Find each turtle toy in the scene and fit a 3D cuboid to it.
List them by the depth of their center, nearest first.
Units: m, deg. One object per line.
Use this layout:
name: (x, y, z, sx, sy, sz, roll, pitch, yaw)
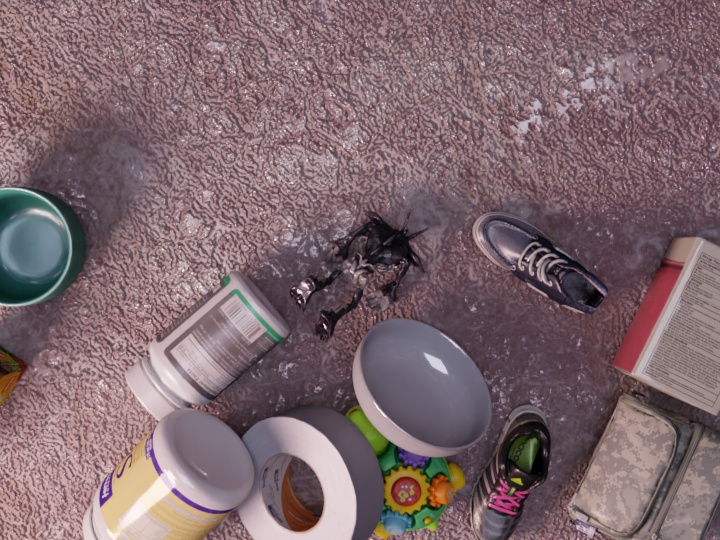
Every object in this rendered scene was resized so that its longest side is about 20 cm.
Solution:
turtle toy: (0.044, 0.263, 1.383, 0.146, 0.101, 0.200, -35, 92, 0)

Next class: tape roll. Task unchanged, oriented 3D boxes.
tape roll: (-0.070, 0.278, 1.349, 0.200, 0.066, 0.201, 5, 100, 33)

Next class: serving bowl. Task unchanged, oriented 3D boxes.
serving bowl: (0.070, 0.161, 1.358, 0.200, 0.200, 0.066, 37, 128, -2)

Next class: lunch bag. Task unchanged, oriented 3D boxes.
lunch bag: (0.383, 0.276, 1.381, 0.168, 0.139, 0.200, 25, 91, 14)

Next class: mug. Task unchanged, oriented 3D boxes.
mug: (-0.450, -0.036, 1.356, 0.185, 0.114, 0.152, 17, 92, -1)

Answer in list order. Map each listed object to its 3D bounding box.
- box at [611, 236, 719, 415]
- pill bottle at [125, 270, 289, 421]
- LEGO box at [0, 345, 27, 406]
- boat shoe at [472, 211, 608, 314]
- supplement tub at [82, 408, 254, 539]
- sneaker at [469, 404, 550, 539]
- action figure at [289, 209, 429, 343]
box: (0.441, 0.070, 1.383, 0.128, 0.109, 0.200, 26, 91, -2)
pill bottle: (-0.201, 0.103, 1.367, 0.200, 0.113, 0.113, -40, 92, 1)
LEGO box: (-0.532, 0.190, 1.344, 0.077, 0.149, 0.200, 34, 90, -2)
boat shoe: (0.241, -0.012, 1.384, 0.200, 0.093, 0.075, 32, 91, -2)
supplement tub: (-0.247, 0.286, 1.332, 0.145, 0.145, 0.200, 44, 114, -2)
sneaker: (0.201, 0.279, 1.395, 0.074, 0.087, 0.200, 22, 91, -2)
action figure: (0.000, 0.000, 1.379, 0.200, 0.102, 0.119, -38, 84, -26)
